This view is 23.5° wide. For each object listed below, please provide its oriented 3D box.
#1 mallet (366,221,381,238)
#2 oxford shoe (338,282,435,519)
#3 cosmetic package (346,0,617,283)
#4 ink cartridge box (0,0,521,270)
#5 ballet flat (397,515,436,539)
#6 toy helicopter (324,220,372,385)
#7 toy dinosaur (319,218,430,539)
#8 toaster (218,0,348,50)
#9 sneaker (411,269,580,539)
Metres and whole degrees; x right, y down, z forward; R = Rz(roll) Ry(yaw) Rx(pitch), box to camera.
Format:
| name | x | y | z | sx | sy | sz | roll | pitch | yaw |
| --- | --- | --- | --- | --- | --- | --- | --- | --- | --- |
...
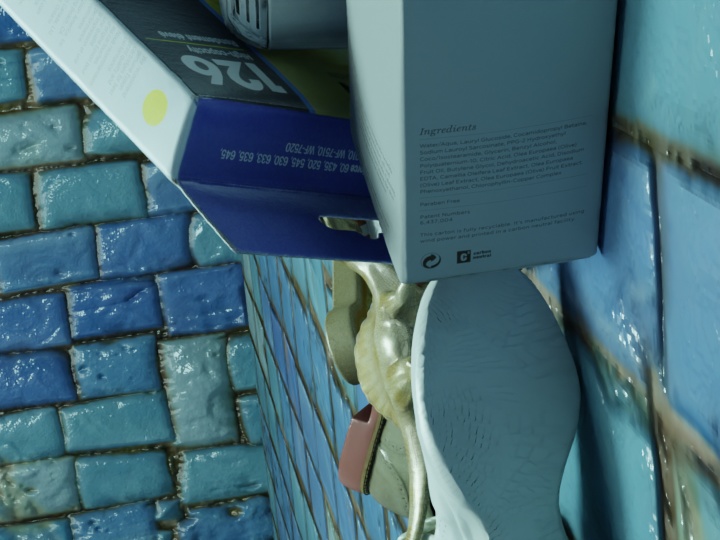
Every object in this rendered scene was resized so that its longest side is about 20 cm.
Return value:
| name | x | y | z | sx | sy | sz | roll | pitch | yaw |
| --- | --- | --- | --- | --- | --- | --- | --- | --- | --- |
| mallet | -0.003 | -0.033 | 0.953 | 0.200 | 0.041 | 0.066 | -17 | -87 | -71 |
| oxford shoe | 0.047 | 0.058 | 0.918 | 0.075 | 0.070 | 0.200 | 32 | 137 | 18 |
| cosmetic package | 0.040 | -0.106 | 0.637 | 0.108 | 0.084 | 0.201 | -106 | 12 | -47 |
| ink cartridge box | -0.037 | -0.078 | 0.777 | 0.200 | 0.197 | 0.047 | 43 | 114 | 32 |
| ballet flat | 0.052 | 0.145 | 0.870 | 0.200 | 0.073 | 0.073 | 124 | 138 | -80 |
| toy helicopter | 0.000 | 0.000 | 1.080 | 0.200 | 0.079 | 0.132 | -89 | -25 | -49 |
| toy dinosaur | 0.029 | 0.050 | 0.832 | 0.101 | 0.058 | 0.201 | -31 | 67 | 49 |
| toaster | -0.001 | -0.177 | 0.717 | 0.200 | 0.129 | 0.114 | 92 | 167 | -53 |
| sneaker | 0.053 | 0.097 | 0.741 | 0.088 | 0.075 | 0.201 | 147 | 115 | -68 |
